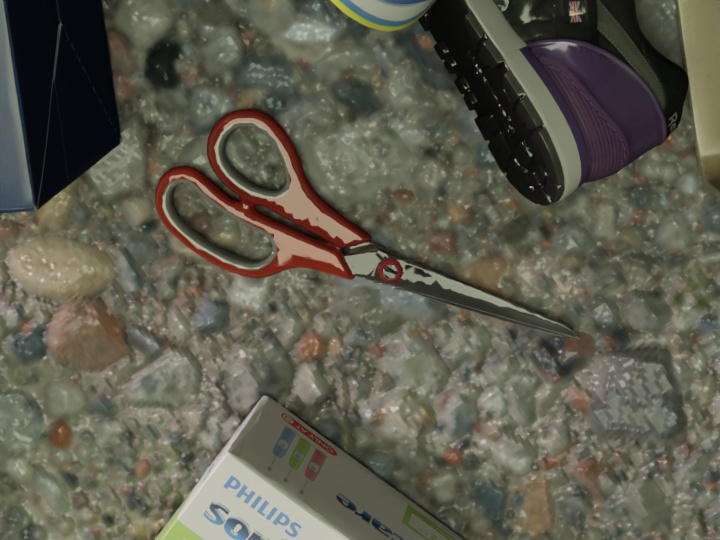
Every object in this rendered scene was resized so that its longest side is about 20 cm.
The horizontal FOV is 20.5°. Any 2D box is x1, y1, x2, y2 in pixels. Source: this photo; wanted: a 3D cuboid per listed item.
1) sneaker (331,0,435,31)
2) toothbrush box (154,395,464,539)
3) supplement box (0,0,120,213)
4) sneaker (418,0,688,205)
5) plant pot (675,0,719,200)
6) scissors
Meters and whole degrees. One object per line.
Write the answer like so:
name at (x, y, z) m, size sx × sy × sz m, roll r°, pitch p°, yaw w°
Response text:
sneaker at (0.058, -0.178, 0.775) m, size 0.074 × 0.200 × 0.082 m, roll 37°, pitch 151°, yaw -7°
toothbrush box at (-0.050, 0.186, 0.934) m, size 0.146 × 0.086 × 0.200 m, roll 36°, pitch 108°, yaw -2°
supplement box at (-0.227, -0.127, 0.851) m, size 0.199 × 0.134 × 0.200 m, roll -4°, pitch 105°, yaw 10°
sneaker at (0.067, -0.133, 0.850) m, size 0.087 × 0.076 × 0.200 m, roll -27°, pitch 91°, yaw -16°
plant pot at (0.223, -0.126, 0.762) m, size 0.177 × 0.200 × 0.200 m, roll -10°, pitch 104°, yaw -1°
scissors at (0.000, 0.000, 0.916) m, size 0.200 × 0.014 × 0.073 m, roll 34°, pitch 105°, yaw -2°
